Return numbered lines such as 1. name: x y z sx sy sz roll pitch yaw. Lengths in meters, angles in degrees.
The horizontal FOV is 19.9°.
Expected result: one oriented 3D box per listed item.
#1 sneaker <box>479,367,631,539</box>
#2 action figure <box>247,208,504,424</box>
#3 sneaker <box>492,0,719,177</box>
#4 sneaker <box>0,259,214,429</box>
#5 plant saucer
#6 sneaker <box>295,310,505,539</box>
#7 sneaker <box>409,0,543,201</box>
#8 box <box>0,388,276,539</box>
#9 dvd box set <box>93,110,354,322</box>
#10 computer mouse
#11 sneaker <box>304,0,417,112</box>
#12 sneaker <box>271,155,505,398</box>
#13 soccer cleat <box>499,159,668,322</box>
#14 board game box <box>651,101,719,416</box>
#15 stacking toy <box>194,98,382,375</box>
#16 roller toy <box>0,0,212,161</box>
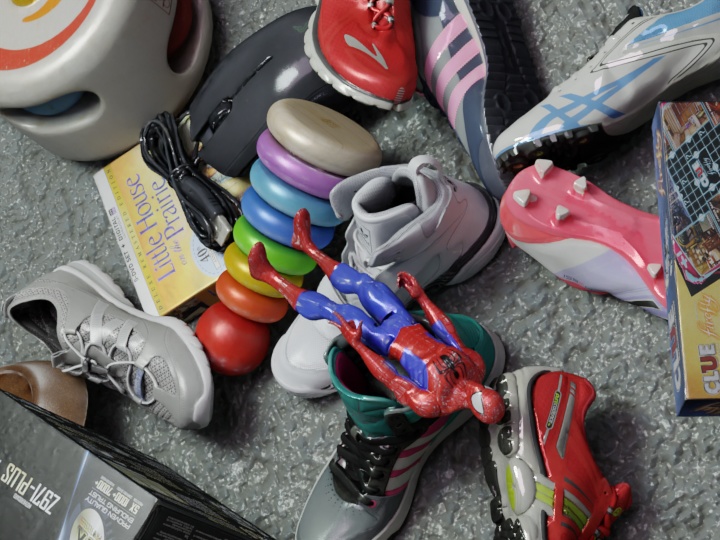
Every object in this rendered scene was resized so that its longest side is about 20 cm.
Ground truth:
1. sneaker: 0.130 0.158 1.278 0.085 0.077 0.201 -3 79 -13
2. action figure: 0.015 0.035 1.290 0.200 0.052 0.065 38 56 25
3. sneaker: 0.172 -0.127 1.364 0.200 0.072 0.073 -30 71 -1
4. sneaker: -0.181 0.064 1.469 0.200 0.082 0.075 30 126 40
5. plant saucer: -0.281 0.140 1.487 0.200 0.032 0.200 -30 34 23
6. sneaker: 0.007 0.105 1.342 0.084 0.121 0.200 35 90 34
7. sneaker: 0.077 -0.125 1.440 0.082 0.070 0.201 -33 57 39
8. box: -0.155 0.173 1.355 0.164 0.200 0.086 28 86 33
9. dvd box set: -0.093 -0.064 1.517 0.200 0.029 0.147 -31 59 14
10. computer mouse: -0.072 -0.121 1.479 0.200 0.053 0.139 -40 56 7
11. sneaker: 0.006 -0.197 1.425 0.085 0.077 0.200 121 150 -43
12. sneaker: 0.000 0.000 1.391 0.200 0.115 0.075 -41 57 8
13. soccer cleat: 0.180 -0.003 1.334 0.200 0.077 0.067 29 65 17
14. board game box: 0.256 -0.010 1.271 0.135 0.035 0.201 0 68 -1
15. stacking toy: -0.063 -0.016 1.434 0.085 0.085 0.200 41 114 34
16. roller toy: -0.217 -0.191 1.563 0.200 0.140 0.182 -48 53 2
